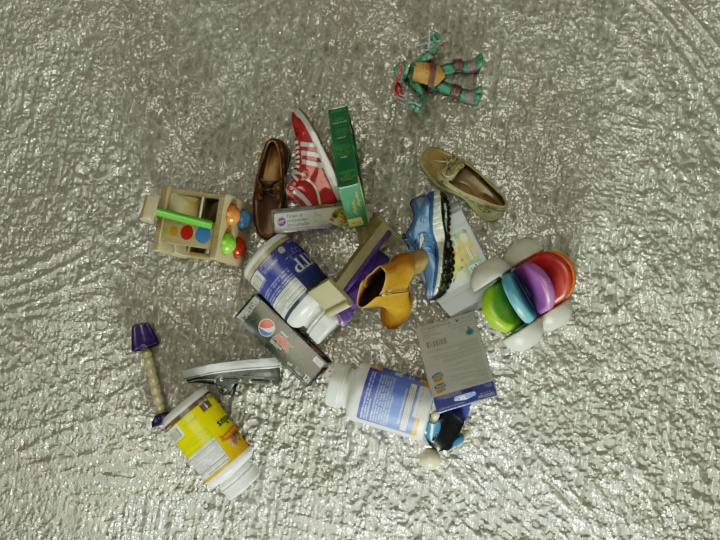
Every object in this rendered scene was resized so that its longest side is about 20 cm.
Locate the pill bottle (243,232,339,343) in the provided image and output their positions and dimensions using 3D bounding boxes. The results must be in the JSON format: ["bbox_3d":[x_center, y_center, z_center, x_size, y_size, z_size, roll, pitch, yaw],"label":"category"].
[{"bbox_3d":[-0.119,0.037,1.601,0.120,0.120,0.200,-45,83,1],"label":"pill bottle"}]

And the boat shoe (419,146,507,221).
[{"bbox_3d":[0.202,-0.177,1.605,0.198,0.063,0.074,36,74,5],"label":"boat shoe"}]

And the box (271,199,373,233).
[{"bbox_3d":[-0.073,-0.105,1.615,0.195,0.041,0.040,-7,106,-12],"label":"box"}]

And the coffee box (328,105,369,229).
[{"bbox_3d":[-0.022,-0.194,1.569,0.043,0.124,0.203,-10,53,3],"label":"coffee box"}]

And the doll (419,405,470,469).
[{"bbox_3d":[0.170,0.279,1.558,0.048,0.136,0.203,15,71,43],"label":"doll"}]

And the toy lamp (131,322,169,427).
[{"bbox_3d":[-0.413,0.205,1.653,0.057,0.058,0.205,-18,85,4],"label":"toy lamp"}]

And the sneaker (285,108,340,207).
[{"bbox_3d":[-0.118,-0.211,1.646,0.111,0.071,0.203,-26,85,0],"label":"sneaker"}]

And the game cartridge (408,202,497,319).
[{"bbox_3d":[0.177,-0.013,1.616,0.131,0.040,0.203,-28,83,7],"label":"game cartridge"}]

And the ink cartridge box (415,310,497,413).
[{"bbox_3d":[0.177,0.174,1.530,0.117,0.042,0.202,-16,43,5],"label":"ink cartridge box"}]

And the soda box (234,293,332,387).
[{"bbox_3d":[-0.149,0.135,1.620,0.200,0.071,0.064,43,93,8],"label":"soda box"}]

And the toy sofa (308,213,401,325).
[{"bbox_3d":[0.000,0.000,1.556,0.098,0.082,0.201,46,54,-12],"label":"toy sofa"}]

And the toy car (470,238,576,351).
[{"bbox_3d":[0.313,0.034,1.519,0.198,0.150,0.178,-27,85,-28],"label":"toy car"}]

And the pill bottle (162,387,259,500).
[{"bbox_3d":[-0.281,0.334,1.596,0.109,0.109,0.201,-38,89,2],"label":"pill bottle"}]

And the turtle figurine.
[{"bbox_3d":[0.137,-0.382,1.618,0.195,0.101,0.154,5,101,-9],"label":"turtle figurine"}]

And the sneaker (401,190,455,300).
[{"bbox_3d":[0.127,-0.045,1.578,0.087,0.078,0.206,-4,87,25],"label":"sneaker"}]

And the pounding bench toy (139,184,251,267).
[{"bbox_3d":[-0.307,-0.087,1.581,0.152,0.200,0.128,8,86,17],"label":"pounding bench toy"}]

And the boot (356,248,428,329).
[{"bbox_3d":[0.041,0.048,1.534,0.071,0.142,0.204,43,131,24],"label":"boot"}]

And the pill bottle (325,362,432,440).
[{"bbox_3d":[0.037,0.240,1.572,0.195,0.112,0.115,16,87,7],"label":"pill bottle"}]

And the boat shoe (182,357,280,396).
[{"bbox_3d":[-0.251,0.213,1.632,0.195,0.070,0.068,-6,83,-2],"label":"boat shoe"}]

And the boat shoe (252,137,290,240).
[{"bbox_3d":[-0.182,-0.163,1.650,0.070,0.068,0.206,5,86,7],"label":"boat shoe"}]
